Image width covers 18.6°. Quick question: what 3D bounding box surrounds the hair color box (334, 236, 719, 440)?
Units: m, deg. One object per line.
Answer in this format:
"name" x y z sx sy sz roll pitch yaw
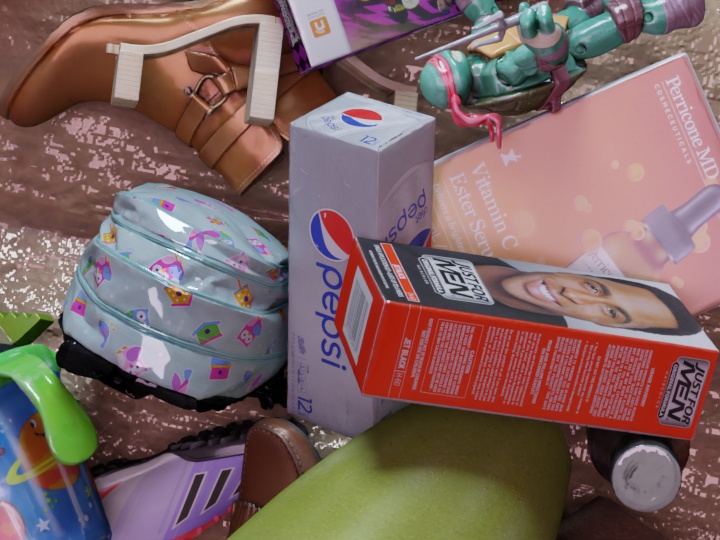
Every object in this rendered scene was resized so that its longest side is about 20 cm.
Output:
"hair color box" 0.093 0.038 1.257 0.198 0.102 0.062 9 111 -15

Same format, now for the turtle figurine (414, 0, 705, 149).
"turtle figurine" 0.100 -0.145 1.318 0.199 0.150 0.101 -18 123 -21

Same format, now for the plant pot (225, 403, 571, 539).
"plant pot" 0.037 0.163 1.287 0.187 0.187 0.200 40 55 3

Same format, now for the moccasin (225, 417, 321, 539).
"moccasin" -0.064 0.191 1.361 0.073 0.077 0.203 24 111 40

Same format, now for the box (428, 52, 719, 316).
"box" 0.141 -0.028 1.378 0.199 0.106 0.153 -24 91 8

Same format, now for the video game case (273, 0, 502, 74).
"video game case" 0.023 -0.241 1.377 0.199 0.036 0.183 -21 93 -15

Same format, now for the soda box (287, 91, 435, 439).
"soda box" 0.000 0.000 1.331 0.068 0.063 0.202 18 122 31

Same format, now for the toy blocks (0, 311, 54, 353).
"toy blocks" -0.323 0.048 1.458 0.200 0.100 0.137 -42 76 8

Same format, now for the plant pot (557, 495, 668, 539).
"plant pot" 0.127 0.248 1.376 0.186 0.187 0.201 36 84 3

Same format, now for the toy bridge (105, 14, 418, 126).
"toy bridge" -0.061 -0.125 1.380 0.198 0.027 0.068 8 83 -11

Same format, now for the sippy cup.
"sippy cup" -0.226 0.136 1.381 0.139 0.178 0.131 -28 82 -8

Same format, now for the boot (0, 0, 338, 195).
"boot" -0.122 -0.111 1.428 0.199 0.077 0.156 -35 90 -2

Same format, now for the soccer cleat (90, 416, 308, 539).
"soccer cleat" -0.120 0.151 1.445 0.198 0.068 0.074 -18 92 12

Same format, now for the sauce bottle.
"sauce bottle" 0.168 0.097 1.335 0.065 0.200 0.067 1 100 6

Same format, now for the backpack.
"backpack" -0.113 0.016 1.366 0.165 0.200 0.128 18 96 6
